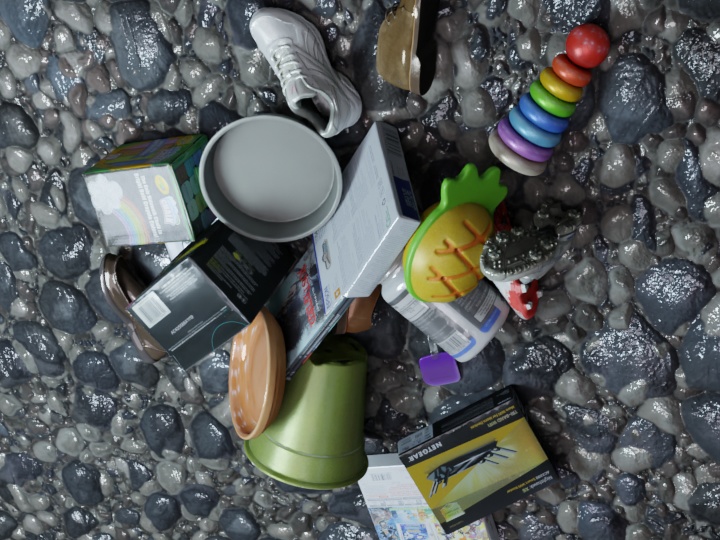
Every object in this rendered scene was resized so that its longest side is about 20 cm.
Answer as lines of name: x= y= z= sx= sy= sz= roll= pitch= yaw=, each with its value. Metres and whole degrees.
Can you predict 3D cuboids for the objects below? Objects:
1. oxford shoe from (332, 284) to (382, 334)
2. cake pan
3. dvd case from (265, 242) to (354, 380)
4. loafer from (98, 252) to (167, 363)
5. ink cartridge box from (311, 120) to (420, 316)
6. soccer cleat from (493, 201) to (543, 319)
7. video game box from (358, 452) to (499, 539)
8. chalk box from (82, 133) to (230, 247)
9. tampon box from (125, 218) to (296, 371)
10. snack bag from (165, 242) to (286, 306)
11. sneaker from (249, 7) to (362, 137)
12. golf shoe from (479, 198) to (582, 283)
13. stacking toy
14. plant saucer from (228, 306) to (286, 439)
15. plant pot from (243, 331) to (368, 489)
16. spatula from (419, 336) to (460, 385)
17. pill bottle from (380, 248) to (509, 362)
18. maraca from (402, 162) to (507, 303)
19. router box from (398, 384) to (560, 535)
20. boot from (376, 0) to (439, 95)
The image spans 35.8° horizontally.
oxford shoe: x=0.000 y=0.000 z=1.642 sx=0.071 sy=0.071 sz=0.201 roll=-1 pitch=119 yaw=-13
cake pan: x=-0.123 y=-0.132 z=1.545 sx=0.198 sy=0.037 sz=0.202 roll=2 pitch=125 yaw=3
dvd case: x=-0.072 y=0.041 z=1.624 sx=0.022 sy=0.147 sz=0.200 roll=18 pitch=127 yaw=-32
loafer: x=-0.352 y=0.054 z=1.804 sx=0.070 sy=0.073 sz=0.201 roll=-17 pitch=116 yaw=17
ink cartridge box: x=0.003 y=-0.067 z=1.517 sx=0.040 sy=0.201 sz=0.200 roll=17 pitch=130 yaw=-26
soccer cleat: x=0.188 y=-0.022 z=1.546 sx=0.085 sy=0.069 sz=0.201 roll=-9 pitch=115 yaw=40
video game box: x=0.108 y=0.379 z=1.814 sx=0.198 sy=0.047 sz=0.184 roll=-8 pitch=112 yaw=25
chalk box: x=-0.279 y=-0.119 z=1.638 sx=0.198 sy=0.124 sz=0.125 roll=-3 pitch=116 yaw=22
tampon box: x=-0.212 y=0.018 z=1.615 sx=0.150 sy=0.200 sz=0.126 roll=-36 pitch=102 yaw=29
snack bag: x=-0.210 y=-0.003 z=1.737 sx=0.198 sy=0.021 sz=0.190 roll=-6 pitch=116 yaw=24
sneaker: x=-0.079 y=-0.263 z=1.488 sx=0.078 sy=0.099 sz=0.200 roll=-36 pitch=101 yaw=32
golf shoe: x=0.221 y=-0.013 z=1.455 sx=0.078 sy=0.199 sz=0.098 roll=32 pitch=130 yaw=29
stacking toy: x=0.244 y=-0.219 z=1.402 sx=0.085 sy=0.085 sz=0.201 roll=33 pitch=121 yaw=1
plant saucer: x=-0.152 y=0.150 z=1.659 sx=0.037 sy=0.201 sz=0.201 roll=6 pitch=128 yaw=-22
plant pot: x=-0.067 y=0.199 z=1.713 sx=0.198 sy=0.200 sz=0.192 roll=16 pitch=110 yaw=12
spatula: x=0.102 y=0.086 z=1.662 sx=0.056 sy=0.021 sz=0.202 roll=-13 pitch=110 yaw=6
pill bottle: x=0.102 y=0.025 z=1.568 sx=0.200 sy=0.114 sz=0.114 roll=40 pitch=125 yaw=-8
maraca: x=0.123 y=-0.046 z=1.448 sx=0.107 sy=0.136 sz=0.201 roll=40 pitch=118 yaw=40
router box: x=0.179 y=0.288 z=1.693 sx=0.199 sy=0.052 sz=0.158 roll=-29 pitch=106 yaw=11
boot: x=0.058 y=-0.325 z=1.422 sx=0.075 sy=0.074 sz=0.201 roll=20 pitch=126 yaw=22
